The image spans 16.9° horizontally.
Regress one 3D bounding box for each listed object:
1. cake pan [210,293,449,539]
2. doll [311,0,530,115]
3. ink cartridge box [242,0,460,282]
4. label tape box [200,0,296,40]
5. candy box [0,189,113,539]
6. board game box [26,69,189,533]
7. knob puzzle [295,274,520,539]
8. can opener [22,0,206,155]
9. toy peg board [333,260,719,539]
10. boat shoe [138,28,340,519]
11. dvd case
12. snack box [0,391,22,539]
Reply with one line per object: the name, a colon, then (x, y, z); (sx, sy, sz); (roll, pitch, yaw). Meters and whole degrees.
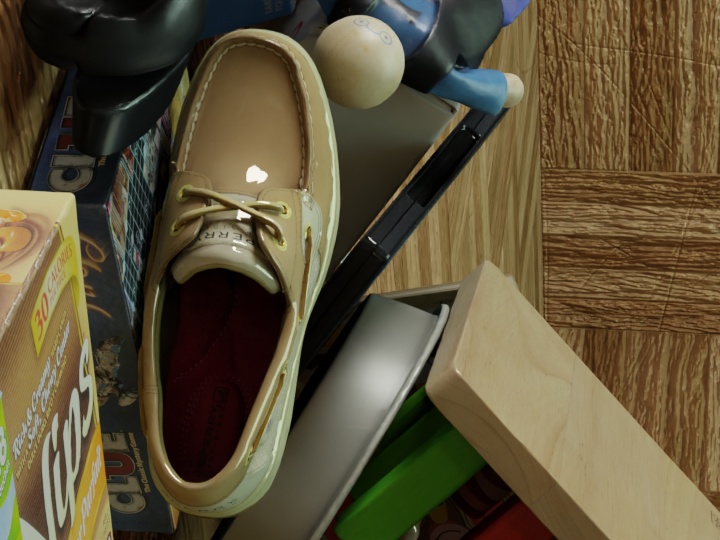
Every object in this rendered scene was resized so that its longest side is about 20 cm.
cake pan: (-0.026, 0.092, 1.128); (0.201, 0.037, 0.200); (-58, -178, 3)
doll: (0.025, -0.127, 1.088); (0.048, 0.136, 0.200); (-51, -178, 38)
ink cartridge box: (-0.012, -0.099, 1.199); (0.147, 0.083, 0.200); (-51, -165, 33)
label tape box: (-0.061, -0.192, 1.102); (0.144, 0.066, 0.201); (82, 12, -50)
candy box: (-0.122, 0.087, 0.788); (0.116, 0.055, 0.201); (-74, 164, -59)
board game box: (-0.095, -0.004, 1.020); (0.201, 0.034, 0.136); (84, 11, -45)
knob puzzle: (0.028, 0.107, 1.270); (0.030, 0.219, 0.221); (-51, 145, -53)
can opener: (-0.074, -0.129, 0.937); (0.079, 0.063, 0.200); (-60, -177, 44)
toy peg board: (0.083, 0.120, 1.118); (0.199, 0.098, 0.200); (48, 15, -5)
boat shoe: (-0.048, -0.001, 0.965); (0.066, 0.074, 0.201); (65, 29, -84)
dvd case: (0.000, 0.000, 1.122); (0.143, 0.018, 0.200); (-52, 179, 30)
snack box: (-0.140, 0.154, 0.640); (0.200, 0.067, 0.169); (-77, 167, -56)
